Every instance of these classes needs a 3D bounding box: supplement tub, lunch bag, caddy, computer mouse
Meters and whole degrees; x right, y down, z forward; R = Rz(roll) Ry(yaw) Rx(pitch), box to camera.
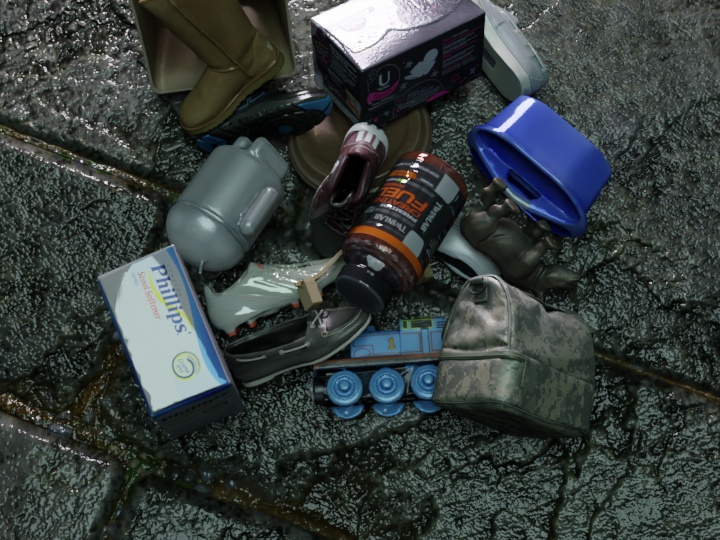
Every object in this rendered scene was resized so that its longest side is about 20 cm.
[{"bbox_3d":[0.047,-0.045,1.471,0.107,0.107,0.200,29,64,7],"label":"supplement tub"},{"bbox_3d":[0.196,0.107,1.450,0.199,0.139,0.169,24,71,-40],"label":"lunch bag"},{"bbox_3d":[0.229,-0.129,1.544,0.200,0.141,0.105,42,75,11],"label":"caddy"},{"bbox_3d":[0.109,-0.059,1.565,0.199,0.044,0.110,33,59,6],"label":"computer mouse"}]

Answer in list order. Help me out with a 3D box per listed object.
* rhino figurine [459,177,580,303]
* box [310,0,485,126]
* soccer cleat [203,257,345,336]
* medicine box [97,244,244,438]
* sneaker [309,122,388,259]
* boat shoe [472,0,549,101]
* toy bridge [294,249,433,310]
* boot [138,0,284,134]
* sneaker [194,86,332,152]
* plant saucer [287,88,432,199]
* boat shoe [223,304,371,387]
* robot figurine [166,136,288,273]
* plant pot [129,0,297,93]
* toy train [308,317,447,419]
[{"bbox_3d":[0.210,-0.024,1.523,0.200,0.060,0.087,42,117,-18],"label":"rhino figurine"},{"bbox_3d":[0.049,-0.298,1.567,0.199,0.115,0.132,-27,56,-20],"label":"box"},{"bbox_3d":[-0.108,0.016,1.537,0.199,0.069,0.078,-24,93,-3],"label":"soccer cleat"},{"bbox_3d":[-0.229,0.093,1.449,0.102,0.200,0.183,-23,76,-6],"label":"medicine box"},{"bbox_3d":[-0.029,-0.083,1.496,0.075,0.116,0.201,20,120,2],"label":"sneaker"},{"bbox_3d":[0.190,-0.325,1.642,0.071,0.070,0.201,-25,74,-27],"label":"boat shoe"},{"bbox_3d":[0.000,0.000,1.518,0.199,0.027,0.068,-12,73,-33],"label":"toy bridge"},{"bbox_3d":[-0.213,-0.287,1.499,0.175,0.200,0.066,-40,47,6],"label":"boot"},{"bbox_3d":[-0.133,-0.221,1.581,0.199,0.073,0.082,-10,63,18],"label":"sneaker"},{"bbox_3d":[-0.002,-0.186,1.593,0.199,0.030,0.201,-3,62,6],"label":"plant saucer"},{"bbox_3d":[-0.083,0.086,1.484,0.199,0.067,0.057,-26,118,19],"label":"boat shoe"},{"bbox_3d":[-0.175,-0.081,1.535,0.113,0.169,0.200,47,66,-32],"label":"robot figurine"},{"bbox_3d":[-0.200,-0.382,1.582,0.198,0.200,0.178,-8,53,-3],"label":"plant pot"},{"bbox_3d":[0.032,0.123,1.506,0.199,0.087,0.115,-4,66,1],"label":"toy train"}]
